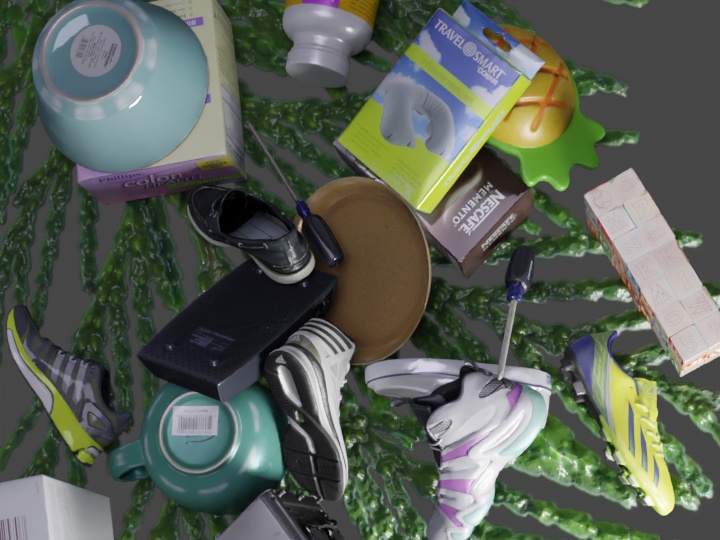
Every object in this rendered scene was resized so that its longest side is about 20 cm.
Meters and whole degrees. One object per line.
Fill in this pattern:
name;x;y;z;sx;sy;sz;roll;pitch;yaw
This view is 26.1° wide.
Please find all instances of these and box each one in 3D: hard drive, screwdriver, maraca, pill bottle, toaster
hard drive;-0.125;0.060;1.642;0.134;0.043;0.200;15;43;36
screwdriver;-0.072;-0.087;1.692;0.028;0.029;0.201;-49;60;38
maraca;0.178;-0.179;1.678;0.137;0.107;0.201;-34;81;-15
pill bottle;-0.029;-0.314;1.752;0.103;0.104;0.202;9;78;13
toaster;-0.052;0.328;1.560;0.118;0.181;0.200;-40;73;5
screwdriver;0.157;0.040;1.601;0.028;0.029;0.201;8;36;8

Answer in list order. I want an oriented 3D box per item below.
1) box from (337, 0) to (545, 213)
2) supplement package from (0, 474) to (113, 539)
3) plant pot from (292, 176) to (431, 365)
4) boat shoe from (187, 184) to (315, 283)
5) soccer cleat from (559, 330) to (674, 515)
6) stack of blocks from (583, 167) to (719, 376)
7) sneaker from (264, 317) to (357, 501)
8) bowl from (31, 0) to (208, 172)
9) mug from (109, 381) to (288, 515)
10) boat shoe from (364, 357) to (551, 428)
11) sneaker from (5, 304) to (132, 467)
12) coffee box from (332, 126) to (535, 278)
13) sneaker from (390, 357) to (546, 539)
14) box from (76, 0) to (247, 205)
box;0.084;-0.175;1.624;0.122;0.048;0.200;41;99;18
supplement package;-0.339;0.290;1.611;0.116;0.200;0.118;-13;74;8
plant pot;0.000;0.000;1.669;0.199;0.027;0.202;2;93;37
boat shoe;-0.128;-0.057;1.696;0.074;0.066;0.199;-35;47;-16
soccer cleat;0.280;0.153;1.598;0.083;0.065;0.201;-26;73;-4
stack of blocks;0.306;0.005;1.602;0.058;0.115;0.201;-29;73;3
sneaker;-0.030;0.139;1.634;0.075;0.202;0.115;9;37;32
bowl;-0.275;-0.217;1.676;0.199;0.105;0.203;-3;76;11
mug;-0.168;0.190;1.648;0.152;0.114;0.185;43;87;17
boat shoe;0.100;0.132;1.632;0.198;0.074;0.066;2;72;13
sneaker;-0.325;0.118;1.728;0.081;0.074;0.201;-33;78;-8
coffee box;0.081;-0.103;1.691;0.113;0.080;0.200;-46;73;-2
sneaker;0.084;0.179;1.586;0.139;0.078;0.201;29;102;-6
box;-0.231;-0.195;1.766;0.174;0.097;0.202;-10;74;9
